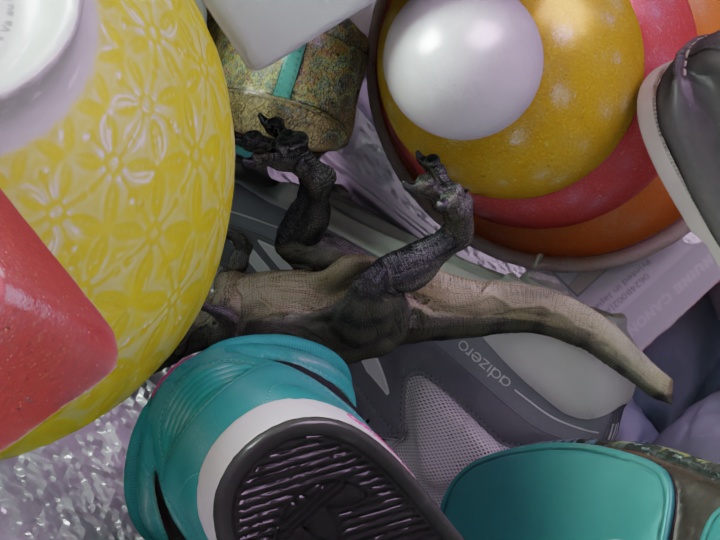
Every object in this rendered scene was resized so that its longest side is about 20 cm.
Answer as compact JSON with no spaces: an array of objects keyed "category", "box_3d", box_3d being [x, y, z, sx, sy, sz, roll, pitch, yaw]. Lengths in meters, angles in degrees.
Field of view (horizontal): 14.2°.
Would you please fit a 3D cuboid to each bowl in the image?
[{"category":"bowl","box_3d":[-0.124,-0.054,0.807,0.200,0.108,0.200,6,63,-12]}]

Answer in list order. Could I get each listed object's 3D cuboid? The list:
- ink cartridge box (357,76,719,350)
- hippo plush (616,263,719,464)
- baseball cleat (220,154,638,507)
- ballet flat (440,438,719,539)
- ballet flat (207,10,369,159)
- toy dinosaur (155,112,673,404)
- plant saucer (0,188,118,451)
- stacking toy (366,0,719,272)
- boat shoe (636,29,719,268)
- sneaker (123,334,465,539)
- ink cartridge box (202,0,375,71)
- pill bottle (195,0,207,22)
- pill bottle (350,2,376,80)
[{"category":"ink cartridge box","box_3d":[0.109,-0.061,1.097,0.200,0.160,0.047,48,-1,43]},{"category":"hippo plush","box_3d":[0.169,0.084,1.042,0.161,0.159,0.200,40,9,-31]},{"category":"baseball cleat","box_3d":[-0.006,0.025,0.991,0.200,0.107,0.070,24,8,26]},{"category":"ballet flat","box_3d":[0.112,0.094,0.891,0.074,0.200,0.074,-4,96,-43]},{"category":"ballet flat","box_3d":[-0.029,-0.085,1.031,0.071,0.071,0.200,38,7,-12]},{"category":"toy dinosaur","box_3d":[0.000,0.000,0.919,0.200,0.088,0.047,1,36,5]},{"category":"plant saucer","box_3d":[-0.193,-0.004,0.696,0.200,0.037,0.200,-36,79,-18]},{"category":"stacking toy","box_3d":[0.054,-0.067,0.945,0.146,0.146,0.200,48,12,6]},{"category":"boat shoe","box_3d":[0.159,0.011,0.914,0.067,0.057,0.200,-40,100,-43]},{"category":"sneaker","box_3d":[-0.007,0.093,0.894,0.200,0.084,0.121,57,-7,-35]},{"category":"ink cartridge box","box_3d":[0.002,-0.157,0.927,0.084,0.144,0.200,56,9,-18]},{"category":"pill bottle","box_3d":[-0.114,-0.106,0.973,0.112,0.112,0.200,18,39,-39]},{"category":"pill bottle","box_3d":[-0.043,-0.173,1.149,0.200,0.114,0.114,48,29,6]}]
